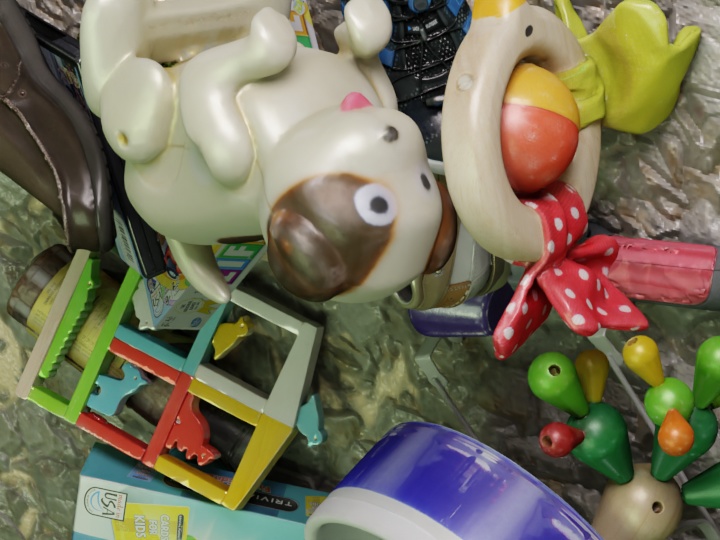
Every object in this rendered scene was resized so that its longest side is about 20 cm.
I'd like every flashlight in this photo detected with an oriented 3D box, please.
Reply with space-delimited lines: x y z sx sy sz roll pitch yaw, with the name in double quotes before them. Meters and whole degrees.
"flashlight" 0.171 0.000 1.356 0.199 0.068 0.068 7 124 34

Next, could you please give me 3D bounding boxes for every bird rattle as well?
"bird rattle" 0.087 -0.058 1.294 0.112 0.201 0.163 11 166 39

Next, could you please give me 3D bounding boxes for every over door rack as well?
"over door rack" 0.122 0.120 1.484 0.147 0.067 0.201 -9 113 41

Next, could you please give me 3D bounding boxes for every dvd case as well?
"dvd case" -0.176 -0.085 1.538 0.200 0.017 0.143 34 143 62

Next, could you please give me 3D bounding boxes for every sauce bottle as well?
"sauce bottle" -0.141 0.062 1.656 0.200 0.065 0.065 37 136 11

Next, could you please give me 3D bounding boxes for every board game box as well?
"board game box" -0.093 0.208 1.660 0.199 0.047 0.152 12 117 3
"board game box" -0.081 -0.071 1.481 0.200 0.034 0.135 -48 48 47

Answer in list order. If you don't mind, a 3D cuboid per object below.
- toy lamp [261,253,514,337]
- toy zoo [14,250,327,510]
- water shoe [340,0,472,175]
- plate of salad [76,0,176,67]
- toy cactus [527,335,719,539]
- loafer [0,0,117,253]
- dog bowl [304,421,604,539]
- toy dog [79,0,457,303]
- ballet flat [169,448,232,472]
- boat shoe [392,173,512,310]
"toy lamp" 0.000 0.000 1.504 0.199 0.058 0.058 14 127 33
"toy zoo" -0.110 0.065 1.603 0.199 0.020 0.132 27 97 14
"water shoe" 0.019 -0.146 1.323 0.079 0.071 0.201 71 179 -87
"plate of salad" -0.127 -0.134 1.458 0.200 0.048 0.201 31 126 58
"toy cactus" 0.174 0.109 1.364 0.199 0.102 0.165 10 127 -22
"loafer" -0.204 -0.081 1.470 0.200 0.071 0.073 57 161 31
"dog bowl" 0.068 0.181 1.429 0.200 0.079 0.200 36 157 17
"toy dog" -0.044 -0.054 1.285 0.200 0.139 0.195 30 112 42
"ballet flat" -0.094 0.198 1.722 0.069 0.069 0.201 -16 110 44
"boat shoe" 0.031 -0.076 1.391 0.075 0.068 0.201 -7 101 50
